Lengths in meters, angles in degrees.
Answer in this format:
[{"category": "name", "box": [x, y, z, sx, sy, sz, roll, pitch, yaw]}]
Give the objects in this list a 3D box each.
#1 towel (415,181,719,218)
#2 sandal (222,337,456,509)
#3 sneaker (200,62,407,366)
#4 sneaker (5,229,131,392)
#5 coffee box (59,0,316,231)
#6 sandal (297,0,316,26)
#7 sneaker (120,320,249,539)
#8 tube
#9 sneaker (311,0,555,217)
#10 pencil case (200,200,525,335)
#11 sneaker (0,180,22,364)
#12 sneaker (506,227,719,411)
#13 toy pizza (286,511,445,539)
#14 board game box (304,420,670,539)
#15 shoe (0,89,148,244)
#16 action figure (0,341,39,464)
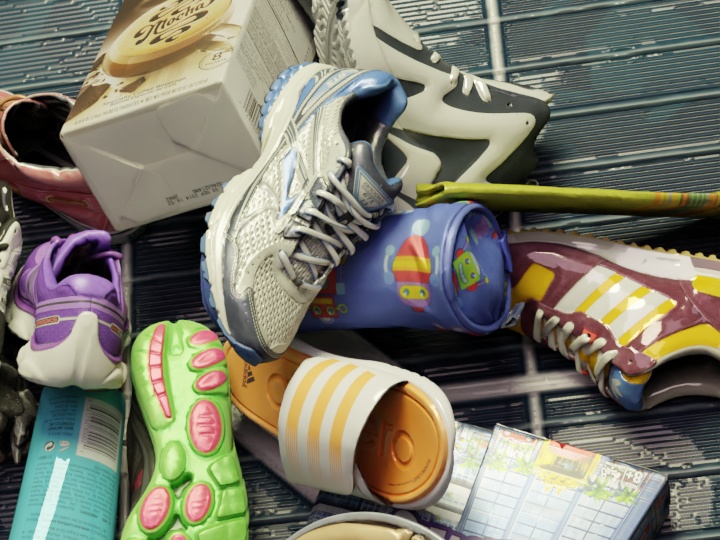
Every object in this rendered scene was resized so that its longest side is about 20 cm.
[{"category": "towel", "box": [0.137, -0.045, 1.115, 0.199, 0.086, 0.018, 1, 86, -11]}, {"category": "sandal", "box": [-0.030, 0.085, 1.061, 0.206, 0.059, 0.079, 17, 108, 47]}, {"category": "sneaker", "box": [-0.026, -0.039, 1.053, 0.085, 0.077, 0.200, -4, 56, 32]}, {"category": "sneaker", "box": [-0.166, 0.011, 1.131, 0.080, 0.200, 0.084, 10, 101, -17]}, {"category": "coffee box", "box": [-0.100, -0.124, 1.179, 0.113, 0.080, 0.200, -16, 32, 19]}, {"category": "sandal", "box": [-0.014, -0.188, 1.208, 0.043, 0.200, 0.076, -26, 18, 26]}, {"category": "sneaker", "box": [-0.103, 0.129, 1.104, 0.077, 0.084, 0.200, 3, 61, -3]}, {"category": "tube", "box": [-0.169, 0.155, 1.061, 0.077, 0.050, 0.200, 12, 52, -11]}, {"category": "sneaker", "box": [0.054, -0.116, 1.168, 0.129, 0.079, 0.200, -21, 99, -15]}, {"category": "pencil case", "box": [0.000, 0.000, 1.118, 0.200, 0.087, 0.078, -2, 103, 37]}, {"category": "sneaker", "box": [-0.242, 0.001, 1.124, 0.075, 0.088, 0.200, 17, 20, -18]}, {"category": "sneaker", "box": [0.143, 0.034, 1.111, 0.199, 0.075, 0.090, 5, 59, 14]}, {"category": "toy pizza", "box": [0.000, 0.230, 1.002, 0.200, 0.032, 0.201, -2, 86, 36]}, {"category": "board game box", "box": [0.050, 0.186, 1.057, 0.200, 0.062, 0.200, 15, 66, 17]}, {"category": "shoe", "box": [-0.227, -0.091, 1.235, 0.200, 0.091, 0.072, 27, 70, 22]}, {"category": "action figure", "box": [-0.272, 0.087, 1.148, 0.200, 0.102, 0.119, 14, 34, -21]}]
